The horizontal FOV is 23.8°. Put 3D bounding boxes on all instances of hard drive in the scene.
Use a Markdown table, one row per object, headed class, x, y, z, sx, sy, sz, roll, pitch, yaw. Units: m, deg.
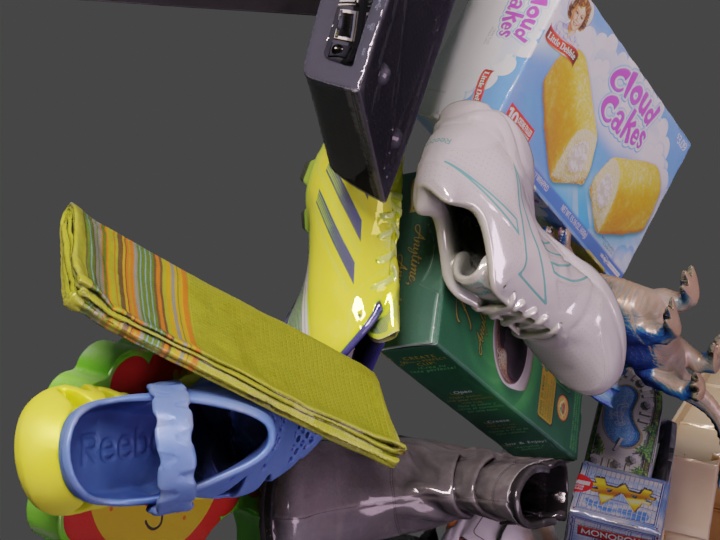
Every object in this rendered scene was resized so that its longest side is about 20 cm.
| class | x | y | z | sx | sy | sz | roll | pitch | yaw |
| --- | --- | --- | --- | --- | --- | --- | --- | --- | --- |
| hard drive | 0.020 | -0.152 | 0.907 | 0.135 | 0.042 | 0.201 | 74 | 32 | -65 |

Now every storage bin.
| class | x | y | z | sx | sy | sz | roll | pitch | yaw |
| --- | --- | --- | --- | --- | --- | --- | --- | --- | --- |
| storage bin | 0.283 | 0.196 | 1.310 | 0.198 | 0.093 | 0.201 | -36 | 133 | -62 |

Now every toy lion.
| class | x | y | z | sx | sy | sz | roll | pitch | yaw |
| --- | --- | --- | --- | --- | --- | --- | --- | --- | --- |
| toy lion | -0.107 | 0.134 | 0.929 | 0.200 | 0.068 | 0.193 | 28 | 76 | -50 |

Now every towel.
| class | x | y | z | sx | sy | sz | roll | pitch | yaw |
| --- | --- | --- | --- | --- | --- | --- | --- | --- | --- |
| towel | -0.063 | 0.032 | 0.863 | 0.199 | 0.086 | 0.018 | 30 | 113 | -26 |

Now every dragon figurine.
| class | x | y | z | sx | sy | sz | roll | pitch | yaw |
| --- | --- | --- | --- | --- | --- | --- | --- | --- | --- |
| dragon figurine | 0.173 | 0.049 | 1.085 | 0.200 | 0.099 | 0.059 | 58 | 47 | -32 |

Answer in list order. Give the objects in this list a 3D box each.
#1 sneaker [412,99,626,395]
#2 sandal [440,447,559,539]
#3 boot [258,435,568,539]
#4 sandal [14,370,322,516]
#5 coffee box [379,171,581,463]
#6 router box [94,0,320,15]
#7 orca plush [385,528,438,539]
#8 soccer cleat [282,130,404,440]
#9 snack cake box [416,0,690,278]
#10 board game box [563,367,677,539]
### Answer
| class | x | y | z | sx | sy | sz | roll | pitch | yaw |
| --- | --- | --- | --- | --- | --- | --- | --- | --- | --- |
| sneaker | 0.086 | 0.004 | 0.990 | 0.201 | 0.070 | 0.080 | 56 | 44 | -22 |
| sandal | 0.108 | 0.166 | 1.139 | 0.207 | 0.059 | 0.079 | -54 | 142 | -43 |
| boot | 0.038 | 0.128 | 0.998 | 0.200 | 0.131 | 0.070 | -12 | 102 | -60 |
| sandal | -0.074 | 0.085 | 0.860 | 0.200 | 0.087 | 0.080 | -13 | 99 | -52 |
| coffee box | 0.082 | 0.032 | 1.076 | 0.200 | 0.044 | 0.124 | 38 | 52 | -49 |
| router box | -0.081 | -0.207 | 0.820 | 0.199 | 0.052 | 0.158 | -6 | 111 | -47 |
| orca plush | 0.006 | 0.217 | 1.071 | 0.199 | 0.071 | 0.106 | 6 | 101 | -49 |
| soccer cleat | 0.000 | 0.000 | 0.970 | 0.065 | 0.083 | 0.201 | 7 | 100 | -49 |
| snack cake box | 0.125 | -0.091 | 1.087 | 0.200 | 0.067 | 0.115 | 42 | 74 | -48 |
| board game box | 0.173 | 0.168 | 1.150 | 0.200 | 0.061 | 0.201 | 87 | 19 | -56 |
